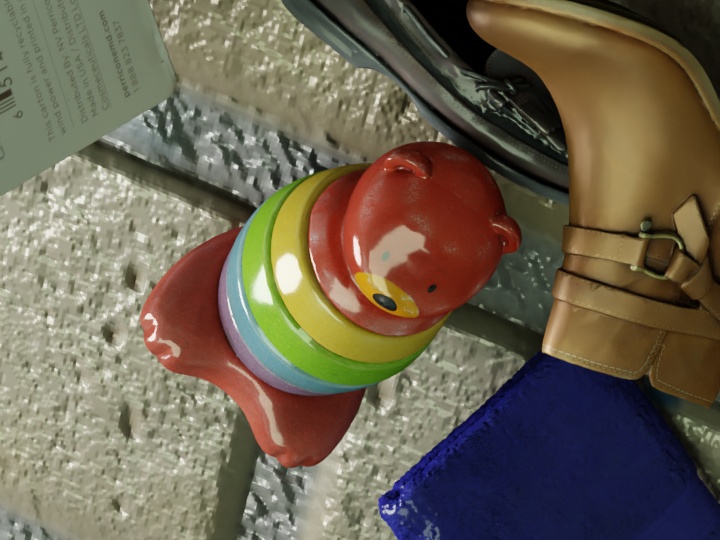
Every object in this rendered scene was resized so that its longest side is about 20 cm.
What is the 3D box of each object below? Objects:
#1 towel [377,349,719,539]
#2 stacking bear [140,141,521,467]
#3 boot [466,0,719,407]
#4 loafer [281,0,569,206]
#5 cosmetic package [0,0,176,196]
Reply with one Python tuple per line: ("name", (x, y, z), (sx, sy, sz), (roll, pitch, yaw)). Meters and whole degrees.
("towel", (0.114, 0.145, 1.487), (0.200, 0.148, 0.050), (53, 165, -15))
("stacking bear", (0.000, 0.000, 1.406), (0.121, 0.114, 0.200), (41, 149, -10))
("boot", (0.111, -0.036, 1.333), (0.199, 0.077, 0.156), (22, 98, -22))
("loafer", (0.053, -0.102, 1.377), (0.200, 0.072, 0.063), (35, 126, 4))
("cosmetic package", (-0.223, -0.134, 1.379), (0.200, 0.165, 0.165), (20, 134, 48))
